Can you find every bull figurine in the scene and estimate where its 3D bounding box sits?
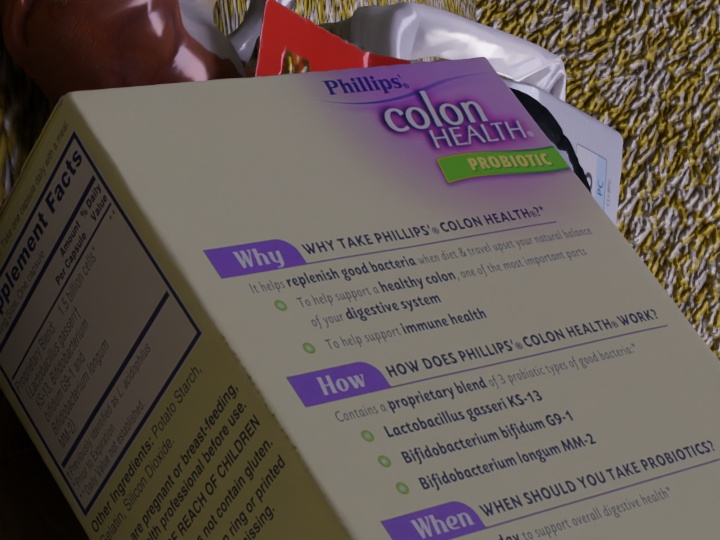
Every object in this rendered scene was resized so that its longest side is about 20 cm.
[{"bbox_3d":[-0.062,-0.066,0.841,0.122,0.065,0.200,-52,150,-14],"label":"bull figurine"}]

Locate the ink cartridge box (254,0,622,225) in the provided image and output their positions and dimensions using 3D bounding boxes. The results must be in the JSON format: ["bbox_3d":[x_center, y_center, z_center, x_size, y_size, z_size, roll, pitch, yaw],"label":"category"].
[{"bbox_3d":[0.029,0.002,0.857,0.200,0.047,0.161,21,72,-54],"label":"ink cartridge box"}]

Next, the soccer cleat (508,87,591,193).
[{"bbox_3d":[0.072,0.019,0.839,0.081,0.067,0.201,-47,128,-50],"label":"soccer cleat"}]

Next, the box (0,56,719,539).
[{"bbox_3d":[0.009,0.043,0.691,0.200,0.176,0.097,55,-48,24],"label":"box"}]

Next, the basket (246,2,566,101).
[{"bbox_3d":[0.000,0.000,0.964,0.135,0.123,0.201,9,82,-55],"label":"basket"}]

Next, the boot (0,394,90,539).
[{"bbox_3d":[-0.074,0.126,0.752,0.200,0.073,0.156,-98,-177,-49],"label":"boot"}]
